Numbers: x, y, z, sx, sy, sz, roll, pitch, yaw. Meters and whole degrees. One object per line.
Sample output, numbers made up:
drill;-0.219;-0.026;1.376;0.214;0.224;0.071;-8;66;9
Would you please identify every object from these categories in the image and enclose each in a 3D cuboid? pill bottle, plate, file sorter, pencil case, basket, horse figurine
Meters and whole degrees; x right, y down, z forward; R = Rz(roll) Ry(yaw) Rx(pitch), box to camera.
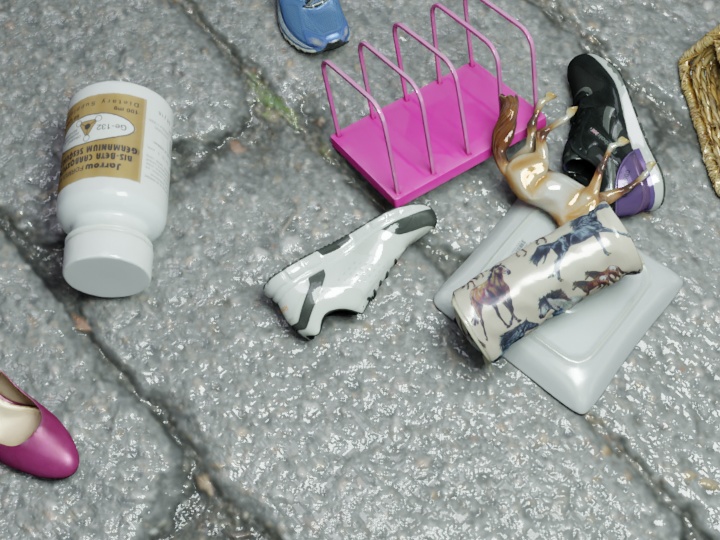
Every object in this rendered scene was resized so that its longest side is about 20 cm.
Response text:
pill bottle;-0.254;-0.082;1.277;0.112;0.115;0.203;0;63;-2
plate;0.209;0.016;1.293;0.199;0.032;0.200;36;67;16
file sorter;0.076;-0.192;1.321;0.198;0.126;0.139;-29;46;-16
pencil case;0.186;0.012;1.222;0.198;0.090;0.078;-31;44;-2
basket;0.450;-0.196;1.350;0.146;0.143;0.203;-4;62;-5
horse figurine;0.210;-0.100;1.291;0.199;0.050;0.133;35;96;6

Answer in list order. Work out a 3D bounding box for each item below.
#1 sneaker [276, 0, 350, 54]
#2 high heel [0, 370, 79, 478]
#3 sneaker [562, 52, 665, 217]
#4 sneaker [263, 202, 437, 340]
sneaker;-0.069;-0.337;1.432;0.078;0.089;0.202;-21;65;-12
high heel;-0.351;0.124;1.176;0.198;0.097;0.068;30;65;13
sneaker;0.254;-0.150;1.353;0.086;0.076;0.202;-14;64;-13
sneaker;0.000;0.000;1.281;0.198;0.074;0.081;-31;83;-13
